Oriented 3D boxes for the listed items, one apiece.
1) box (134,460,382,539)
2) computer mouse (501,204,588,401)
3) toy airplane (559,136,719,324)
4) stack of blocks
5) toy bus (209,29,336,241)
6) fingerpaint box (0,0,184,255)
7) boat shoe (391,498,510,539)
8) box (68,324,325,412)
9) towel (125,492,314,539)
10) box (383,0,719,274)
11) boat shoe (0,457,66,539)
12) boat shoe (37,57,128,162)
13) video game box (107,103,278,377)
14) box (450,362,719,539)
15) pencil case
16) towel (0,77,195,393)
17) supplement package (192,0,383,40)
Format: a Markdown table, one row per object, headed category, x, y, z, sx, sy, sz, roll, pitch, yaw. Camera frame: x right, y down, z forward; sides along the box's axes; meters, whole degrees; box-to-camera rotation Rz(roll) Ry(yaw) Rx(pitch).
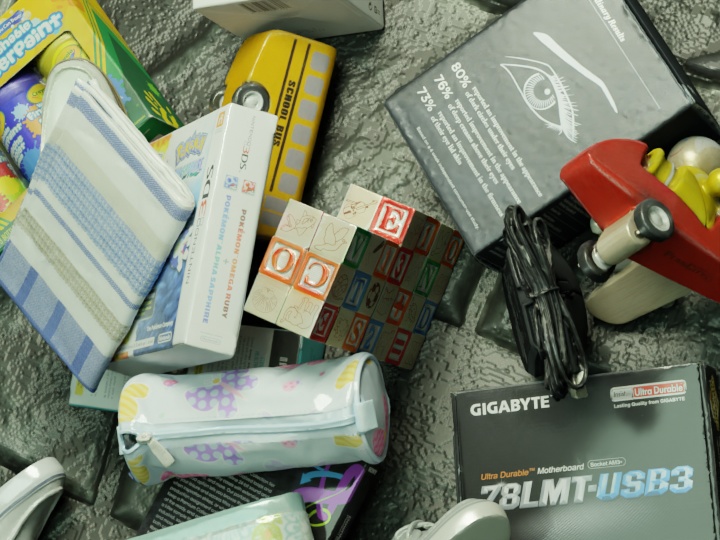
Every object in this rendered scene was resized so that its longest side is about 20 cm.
| category | x | y | z | sx | sy | sz | roll | pitch | yaw |
| --- | --- | --- | --- | --- | --- | --- | --- | --- | --- |
| box | -0.089 | 0.198 | 1.539 | 0.143 | 0.036 | 0.201 | 26 | 85 | 21 |
| computer mouse | 0.138 | 0.028 | 1.464 | 0.053 | 0.200 | 0.139 | -15 | 83 | 0 |
| toy airplane | 0.249 | -0.031 | 1.444 | 0.199 | 0.199 | 0.142 | -2 | 52 | 13 |
| stack of blocks | 0.000 | 0.000 | 1.512 | 0.058 | 0.200 | 0.116 | 23 | 91 | 24 |
| toy bus | -0.084 | -0.089 | 1.622 | 0.065 | 0.078 | 0.201 | 4 | 80 | 67 |
| fingerpaint box | -0.274 | -0.120 | 1.712 | 0.200 | 0.073 | 0.167 | -39 | 70 | 11 |
| boat shoe | 0.043 | 0.223 | 1.500 | 0.069 | 0.072 | 0.200 | 64 | 143 | 36 |
| box | -0.132 | 0.081 | 1.633 | 0.199 | 0.049 | 0.083 | 6 | 84 | 23 |
| towel | -0.116 | 0.268 | 1.487 | 0.199 | 0.048 | 0.172 | -18 | 75 | 12 |
| box | 0.144 | -0.114 | 1.525 | 0.200 | 0.104 | 0.148 | -34 | 70 | 13 |
| boat shoe | -0.293 | 0.241 | 1.668 | 0.065 | 0.074 | 0.200 | 43 | 108 | 18 |
| boat shoe | -0.221 | -0.068 | 1.616 | 0.074 | 0.068 | 0.201 | -4 | 97 | 11 |
| video game box | -0.134 | -0.018 | 1.538 | 0.200 | 0.047 | 0.183 | -16 | 59 | 62 |
| box | 0.170 | 0.177 | 1.496 | 0.199 | 0.050 | 0.199 | -7 | 80 | 21 |
| pencil case | -0.078 | 0.108 | 1.493 | 0.199 | 0.091 | 0.084 | -6 | 80 | 14 |
| towel | -0.203 | -0.026 | 1.538 | 0.147 | 0.024 | 0.200 | 47 | 126 | 25 |
| supplement package | -0.058 | -0.296 | 1.630 | 0.121 | 0.120 | 0.201 | -6 | 78 | 22 |
